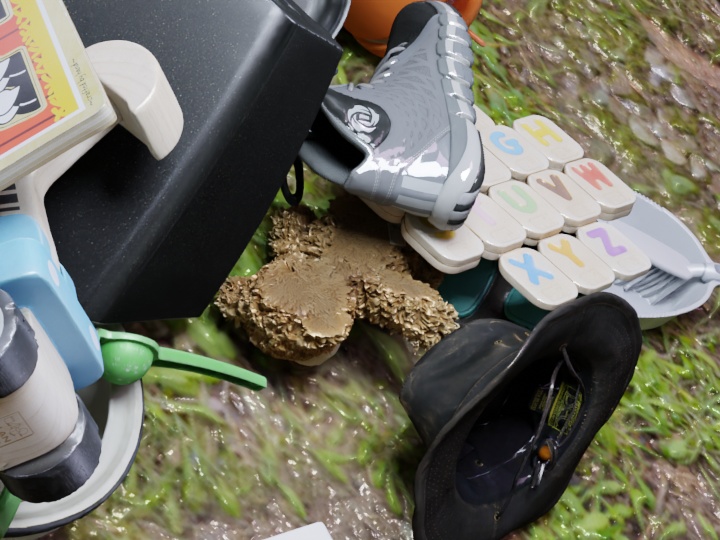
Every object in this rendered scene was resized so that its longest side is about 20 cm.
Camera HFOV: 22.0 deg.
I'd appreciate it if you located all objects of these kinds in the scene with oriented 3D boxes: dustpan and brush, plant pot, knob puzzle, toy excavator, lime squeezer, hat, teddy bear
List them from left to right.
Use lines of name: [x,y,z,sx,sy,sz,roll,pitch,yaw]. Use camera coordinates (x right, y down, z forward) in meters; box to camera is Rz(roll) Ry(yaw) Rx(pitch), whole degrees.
knob puzzle: [-0.224,-0.075,0.837,0.031,0.219,0.220,60,21,-44]
toy excavator: [-0.163,-0.003,0.820,0.100,0.194,0.201,66,4,-50]
lime squeezer: [-0.121,0.058,0.910,0.071,0.038,0.200,51,38,10]
plant pot: [-0.124,-0.104,0.990,0.200,0.177,0.199,44,8,8]
teddy bear: [0.000,0.000,1.147,0.144,0.067,0.200,22,43,6]
hat: [0.076,0.077,1.093,0.081,0.201,0.200,36,33,29]
dustpan and brush: [0.231,-0.001,1.365,0.199,0.057,0.140,24,42,-23]

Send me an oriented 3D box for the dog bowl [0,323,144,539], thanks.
dog bowl: [-0.212,0.059,0.919,0.199,0.074,0.201,24,41,-23]

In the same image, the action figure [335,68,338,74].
action figure: [-0.101,-0.186,1.221,0.194,0.104,0.200,48,41,-9]

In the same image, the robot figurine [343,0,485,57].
robot figurine: [0.016,-0.228,1.318,0.200,0.143,0.117,45,33,-41]

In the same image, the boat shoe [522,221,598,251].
boat shoe: [0.107,-0.056,1.283,0.074,0.093,0.201,2,54,-40]

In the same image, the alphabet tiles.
alphabet tiles: [0.088,-0.052,1.183,0.199,0.015,0.196,-18,52,-44]

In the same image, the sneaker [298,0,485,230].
sneaker: [0.008,-0.112,1.137,0.115,0.075,0.201,10,38,-16]

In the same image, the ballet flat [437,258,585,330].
ballet flat: [0.090,0.026,1.206,0.200,0.072,0.072,25,32,24]

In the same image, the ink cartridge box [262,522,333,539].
ink cartridge box: [-0.040,0.239,0.892,0.146,0.083,0.201,-10,61,-45]

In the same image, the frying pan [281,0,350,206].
frying pan: [-0.044,-0.149,1.163,0.115,0.031,0.191,-30,99,-20]
